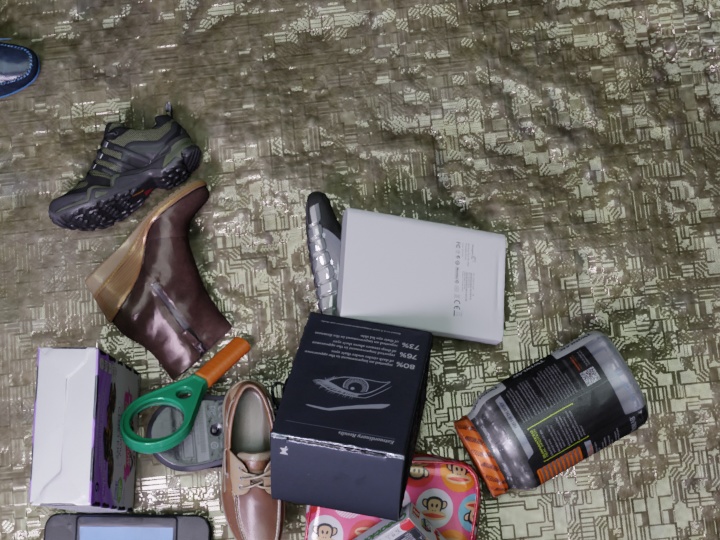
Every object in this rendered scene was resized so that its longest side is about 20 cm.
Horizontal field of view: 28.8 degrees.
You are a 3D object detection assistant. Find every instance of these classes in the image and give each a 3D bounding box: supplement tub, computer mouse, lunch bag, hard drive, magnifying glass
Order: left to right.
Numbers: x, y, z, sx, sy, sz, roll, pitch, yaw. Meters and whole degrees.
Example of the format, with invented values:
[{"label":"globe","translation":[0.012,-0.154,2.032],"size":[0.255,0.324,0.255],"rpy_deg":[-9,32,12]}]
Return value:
[{"label":"magnifying glass","translation":[-0.197,0.141,1.617],"size":[0.079,0.023,0.200],"rpy_deg":[22,46,28]},{"label":"computer mouse","translation":[-0.150,0.194,1.646],"size":[0.198,0.053,0.140],"rpy_deg":[0,80,-7]},{"label":"lunch bag","translation":[0.035,0.293,1.591],"size":[0.198,0.082,0.178],"rpy_deg":[8,88,5]},{"label":"hard drive","translation":[0.072,0.007,1.638],"size":[0.198,0.026,0.133],"rpy_deg":[9,71,-15]},{"label":"supplement tub","translation":[0.213,0.165,1.588],"size":[0.199,0.123,0.123],"rpy_deg":[-29,78,-3]}]

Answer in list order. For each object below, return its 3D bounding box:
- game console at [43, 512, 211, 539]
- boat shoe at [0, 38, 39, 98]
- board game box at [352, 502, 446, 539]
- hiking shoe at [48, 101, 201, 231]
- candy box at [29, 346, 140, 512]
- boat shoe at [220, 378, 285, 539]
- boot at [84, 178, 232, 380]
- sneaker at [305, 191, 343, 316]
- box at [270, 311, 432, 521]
[{"label":"game console","translation":[-0.276,0.362,1.583],"size":[0.198,0.116,0.178],"rpy_deg":[1,79,3]},{"label":"boat shoe","translation":[-0.502,-0.248,1.744],"size":[0.198,0.069,0.085],"rpy_deg":[-8,78,2]},{"label":"board game box","translation":[0.018,0.354,1.544],"size":[0.199,0.035,0.126],"rpy_deg":[-37,106,21]},{"label":"hiking shoe","translation":[-0.297,-0.124,1.713],"size":[0.199,0.076,0.101],"rpy_deg":[-28,70,-12]},{"label":"candy box","translation":[-0.306,0.183,1.577],"size":[0.071,0.200,0.170],"rpy_deg":[0,79,4]},{"label":"boat shoe","translation":[-0.123,0.221,1.580],"size":[0.075,0.072,0.202],"rpy_deg":[-8,80,-8]},{"label":"boot","translation":[-0.212,0.009,1.688],"size":[0.166,0.072,0.200],"rpy_deg":[44,83,-2]},{"label":"sneaker","translation":[0.000,0.000,1.668],"size":[0.114,0.075,0.202],"rpy_deg":[-9,87,-4]},{"label":"box","translation":[-0.008,0.156,1.535],"size":[0.146,0.105,0.201],"rpy_deg":[10,41,8]}]
